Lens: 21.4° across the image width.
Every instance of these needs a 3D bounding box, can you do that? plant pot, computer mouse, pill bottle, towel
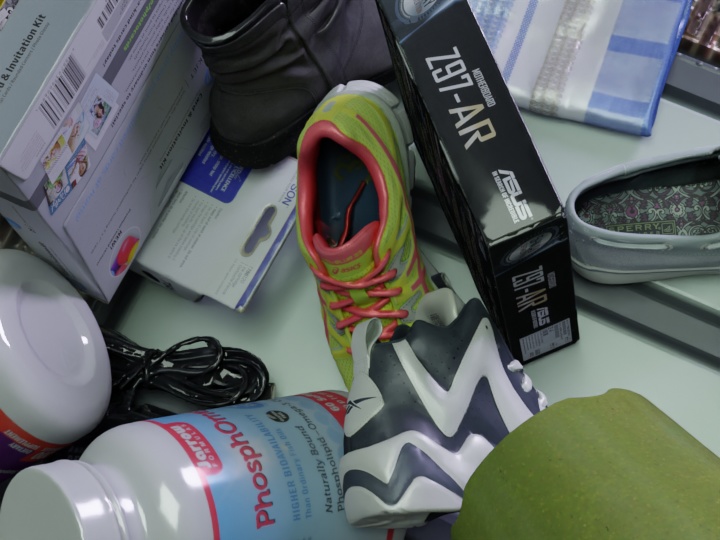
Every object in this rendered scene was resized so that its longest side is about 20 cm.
[{"bbox_3d":[0.138,0.158,0.871,0.199,0.200,0.190,-34,51,-4],"label":"plant pot"},{"bbox_3d":[-0.133,0.131,1.076,0.137,0.053,0.201,8,59,14],"label":"computer mouse"},{"bbox_3d":[-0.079,0.126,0.981,0.199,0.109,0.109,-7,61,-41],"label":"pill bottle"},{"bbox_3d":[0.100,-0.170,1.159,0.199,0.024,0.148,16,74,14],"label":"towel"},{"bbox_3d":[-0.242,0.078,1.056,0.199,0.112,0.113,-30,66,22],"label":"pill bottle"}]

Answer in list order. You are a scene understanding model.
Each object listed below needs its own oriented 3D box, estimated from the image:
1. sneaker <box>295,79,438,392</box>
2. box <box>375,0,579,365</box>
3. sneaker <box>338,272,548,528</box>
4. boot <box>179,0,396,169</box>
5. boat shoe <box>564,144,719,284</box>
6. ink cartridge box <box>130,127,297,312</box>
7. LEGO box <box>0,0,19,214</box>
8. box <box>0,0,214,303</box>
[{"bbox_3d":[0.000,0.000,1.049,0.078,0.090,0.202,-13,97,18],"label":"sneaker"},{"bbox_3d":[0.064,-0.053,1.028,0.043,0.200,0.161,-22,67,0],"label":"box"},{"bbox_3d":[0.073,0.065,1.003,0.198,0.079,0.131,1,76,-27],"label":"sneaker"},{"bbox_3d":[-0.014,-0.155,1.076,0.070,0.132,0.200,32,63,21],"label":"boot"},{"bbox_3d":[0.210,-0.036,1.067,0.199,0.072,0.071,-9,69,5],"label":"boat shoe"},{"bbox_3d":[-0.126,-0.052,1.136,0.199,0.039,0.100,27,76,18],"label":"ink cartridge box"},{"bbox_3d":[-0.230,-0.121,1.108,0.199,0.077,0.150,12,68,53],"label":"LEGO box"},{"bbox_3d":[-0.137,-0.088,1.014,0.041,0.200,0.157,24,76,18],"label":"box"}]
